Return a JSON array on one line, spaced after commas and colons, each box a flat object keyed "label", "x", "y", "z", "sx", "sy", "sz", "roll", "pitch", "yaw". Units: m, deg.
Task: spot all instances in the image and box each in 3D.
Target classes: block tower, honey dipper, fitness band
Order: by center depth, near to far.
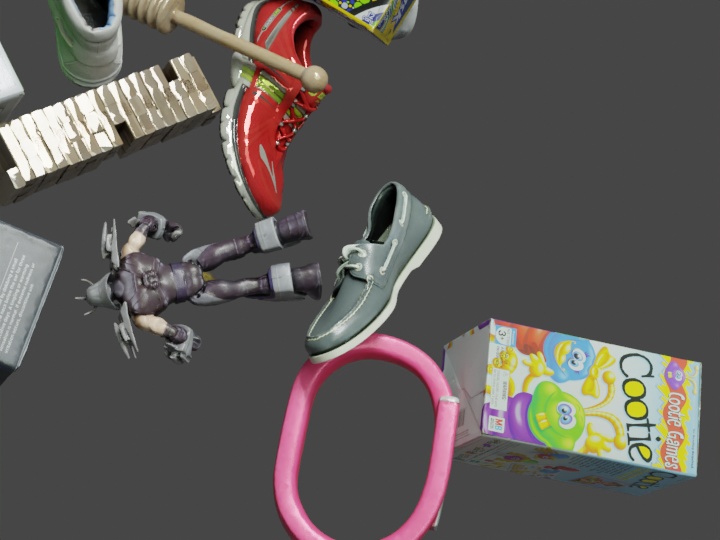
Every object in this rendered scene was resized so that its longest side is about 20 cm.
[{"label": "fitness band", "x": 0.004, "y": 0.147, "z": 1.620, "sx": 0.143, "sy": 0.037, "sz": 0.200, "roll": 11, "pitch": 68, "yaw": 2}, {"label": "block tower", "x": -0.213, "y": -0.119, "z": 1.626, "sx": 0.200, "sy": 0.054, "sz": 0.058, "roll": -26, "pitch": 85, "yaw": -26}, {"label": "honey dipper", "x": -0.114, "y": -0.192, "z": 1.643, "sx": 0.200, "sy": 0.038, "sz": 0.038, "roll": 27, "pitch": 63, "yaw": 21}]

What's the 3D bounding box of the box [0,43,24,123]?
[{"label": "box", "x": -0.392, "y": -0.184, "z": 1.550, "sx": 0.176, "sy": 0.097, "sz": 0.200, "roll": -26, "pitch": 85, "yaw": -25}]

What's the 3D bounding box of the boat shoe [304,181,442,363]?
[{"label": "boat shoe", "x": 0.000, "y": 0.000, "z": 1.647, "sx": 0.062, "sy": 0.073, "sz": 0.200, "roll": 56, "pitch": 46, "yaw": -20}]

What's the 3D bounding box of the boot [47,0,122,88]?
[{"label": "boot", "x": -0.227, "y": -0.256, "z": 1.622, "sx": 0.073, "sy": 0.096, "sz": 0.200, "roll": -8, "pitch": 67, "yaw": -17}]

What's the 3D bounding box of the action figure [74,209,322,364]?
[{"label": "action figure", "x": -0.134, "y": 0.008, "z": 1.612, "sx": 0.200, "sy": 0.069, "sz": 0.130, "roll": -10, "pitch": 87, "yaw": -7}]

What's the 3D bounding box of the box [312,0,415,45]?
[{"label": "box", "x": -0.047, "y": -0.274, "z": 1.682, "sx": 0.200, "sy": 0.064, "sz": 0.070, "roll": 32, "pitch": 92, "yaw": 14}]

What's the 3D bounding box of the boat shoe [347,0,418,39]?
[{"label": "boat shoe", "x": 0.010, "y": -0.303, "z": 1.737, "sx": 0.066, "sy": 0.070, "sz": 0.200, "roll": 4, "pitch": 82, "yaw": -25}]

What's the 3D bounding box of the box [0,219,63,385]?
[{"label": "box", "x": -0.346, "y": 0.009, "z": 1.484, "sx": 0.200, "sy": 0.148, "sz": 0.107, "roll": 23, "pitch": 67, "yaw": -13}]

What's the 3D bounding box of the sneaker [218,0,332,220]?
[{"label": "sneaker", "x": -0.067, "y": -0.142, "z": 1.660, "sx": 0.085, "sy": 0.077, "sz": 0.200, "roll": -2, "pitch": 73, "yaw": 17}]

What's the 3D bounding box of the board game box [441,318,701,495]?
[{"label": "board game box", "x": 0.177, "y": 0.119, "z": 1.681, "sx": 0.200, "sy": 0.105, "sz": 0.103, "roll": 13, "pitch": 71, "yaw": -18}]
